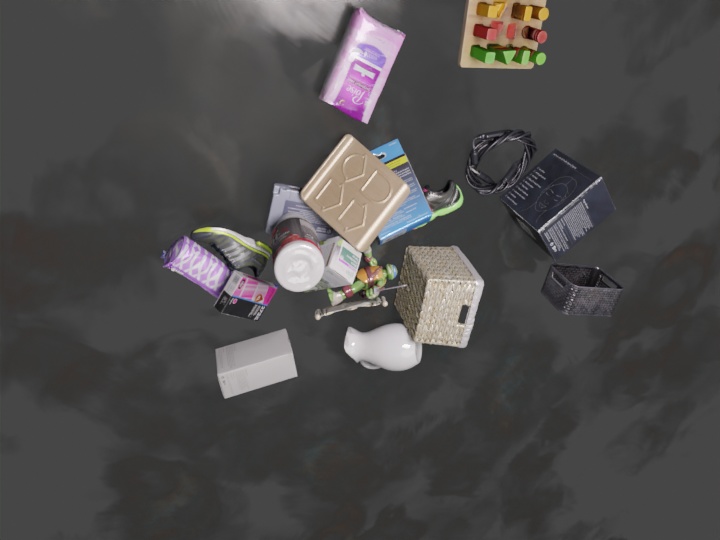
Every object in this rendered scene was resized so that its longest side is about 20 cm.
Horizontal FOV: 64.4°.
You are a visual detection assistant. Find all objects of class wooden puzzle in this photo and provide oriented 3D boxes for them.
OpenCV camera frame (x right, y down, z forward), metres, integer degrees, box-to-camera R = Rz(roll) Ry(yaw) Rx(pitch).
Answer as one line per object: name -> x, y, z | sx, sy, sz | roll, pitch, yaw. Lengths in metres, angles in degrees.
wooden puzzle -> -0.012, -0.175, 1.306 | 0.199, 0.046, 0.187 | 40, 89, 4

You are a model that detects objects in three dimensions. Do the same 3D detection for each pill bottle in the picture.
pill bottle -> -0.143, -0.050, 1.257 | 0.106, 0.202, 0.115 | -5, 118, -9

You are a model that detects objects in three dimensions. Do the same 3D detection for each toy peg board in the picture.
toy peg board -> 0.332, -0.544, 1.253 | 0.192, 0.098, 0.206 | -5, 120, -17

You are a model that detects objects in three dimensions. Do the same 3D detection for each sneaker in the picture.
sneaker -> -0.296, -0.045, 1.311 | 0.195, 0.073, 0.084 | 19, 80, -26
sneaker -> 0.160, -0.165, 1.430 | 0.195, 0.077, 0.086 | -27, 107, -7

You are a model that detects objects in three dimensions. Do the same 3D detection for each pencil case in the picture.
pencil case -> -0.360, 0.004, 1.323 | 0.083, 0.088, 0.198 | -26, 132, 35

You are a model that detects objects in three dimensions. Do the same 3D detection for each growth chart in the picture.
growth chart -> -0.025, 0.089, 1.408 | 0.192, 0.145, 0.018 | -12, 93, 6

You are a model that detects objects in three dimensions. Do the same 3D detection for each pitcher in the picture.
pitcher -> 0.072, 0.220, 1.559 | 0.193, 0.125, 0.173 | -2, 145, 21

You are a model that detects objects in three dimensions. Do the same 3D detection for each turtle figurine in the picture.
turtle figurine -> 0.000, 0.000, 1.418 | 0.187, 0.200, 0.149 | -18, 89, -3

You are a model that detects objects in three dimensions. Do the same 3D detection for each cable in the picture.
cable -> 0.360, -0.273, 1.442 | 0.193, 0.051, 0.168 | -12, 121, -13

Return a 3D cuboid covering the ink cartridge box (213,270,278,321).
ink cartridge box -> -0.258, 0.066, 1.355 | 0.097, 0.037, 0.199 | -58, 157, 2

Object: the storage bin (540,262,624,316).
storage bin -> 0.647, 0.057, 1.674 | 0.193, 0.136, 0.097 | 4, 117, -21

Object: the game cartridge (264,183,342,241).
game cartridge -> -0.127, -0.125, 1.365 | 0.193, 0.041, 0.137 | 8, 112, -23

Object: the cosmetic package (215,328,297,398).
cosmetic package -> -0.269, 0.237, 1.475 | 0.193, 0.108, 0.087 | -13, 123, -10

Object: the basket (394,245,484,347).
basket -> 0.198, 0.065, 1.487 | 0.155, 0.202, 0.205 | 2, 118, -17

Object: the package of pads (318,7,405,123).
package of pads -> 0.000, -0.433, 1.213 | 0.117, 0.076, 0.205 | 18, 111, -24

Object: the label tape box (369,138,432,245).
label tape box -> 0.067, -0.185, 1.359 | 0.139, 0.066, 0.206 | -24, 80, -5

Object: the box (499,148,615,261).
box -> 0.497, -0.171, 1.457 | 0.196, 0.202, 0.124 | -41, 125, 8

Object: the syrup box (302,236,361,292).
syrup box -> -0.093, -0.011, 1.341 | 0.078, 0.197, 0.084 | 33, 62, -32
